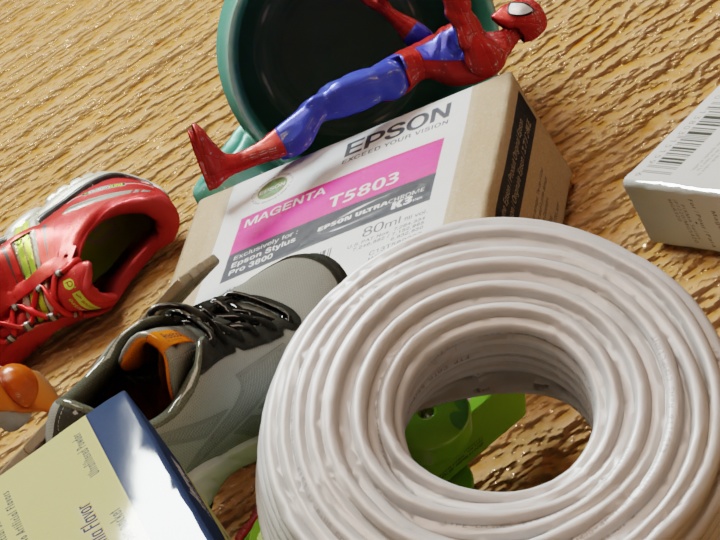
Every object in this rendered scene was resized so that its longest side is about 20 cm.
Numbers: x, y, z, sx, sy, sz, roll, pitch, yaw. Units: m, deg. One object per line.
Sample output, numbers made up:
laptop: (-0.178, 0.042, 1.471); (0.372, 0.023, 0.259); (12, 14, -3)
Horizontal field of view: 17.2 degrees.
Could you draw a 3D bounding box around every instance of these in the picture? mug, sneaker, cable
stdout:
mug: (-0.021, -0.121, 1.338); (0.183, 0.153, 0.114); (-15, 9, -6)
sneaker: (-0.188, 0.010, 1.400); (0.200, 0.077, 0.085); (-44, 34, -23)
cable: (0.053, 0.070, 0.949); (0.199, 0.069, 0.200); (-35, 56, -17)
sneaker: (-0.063, 0.044, 1.012); (0.073, 0.080, 0.200); (18, 38, 26)

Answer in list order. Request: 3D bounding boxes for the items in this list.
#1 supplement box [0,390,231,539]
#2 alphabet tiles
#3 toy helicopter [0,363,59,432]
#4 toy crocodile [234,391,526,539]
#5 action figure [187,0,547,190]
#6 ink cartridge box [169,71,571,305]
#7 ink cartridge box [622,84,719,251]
supplement box: (-0.098, 0.194, 0.829); (0.199, 0.201, 0.134); (-34, 26, -5)
alphabet tiles: (-0.141, 0.072, 1.106); (0.200, 0.008, 0.167); (-48, 2, 4)
toy helicopter: (-0.196, 0.089, 1.127); (0.132, 0.079, 0.200); (-38, 10, -13)
toy crocodile: (-0.003, 0.097, 1.026); (0.200, 0.068, 0.062); (-41, 58, -19)
action figure: (-0.001, -0.122, 1.248); (0.198, 0.100, 0.065); (-20, 4, -7)
ink cartridge box: (0.000, 0.000, 1.207); (0.199, 0.075, 0.165); (-22, 29, 22)
ink cartridge box: (0.246, -0.081, 1.114); (0.200, 0.044, 0.173); (-43, 29, -22)
